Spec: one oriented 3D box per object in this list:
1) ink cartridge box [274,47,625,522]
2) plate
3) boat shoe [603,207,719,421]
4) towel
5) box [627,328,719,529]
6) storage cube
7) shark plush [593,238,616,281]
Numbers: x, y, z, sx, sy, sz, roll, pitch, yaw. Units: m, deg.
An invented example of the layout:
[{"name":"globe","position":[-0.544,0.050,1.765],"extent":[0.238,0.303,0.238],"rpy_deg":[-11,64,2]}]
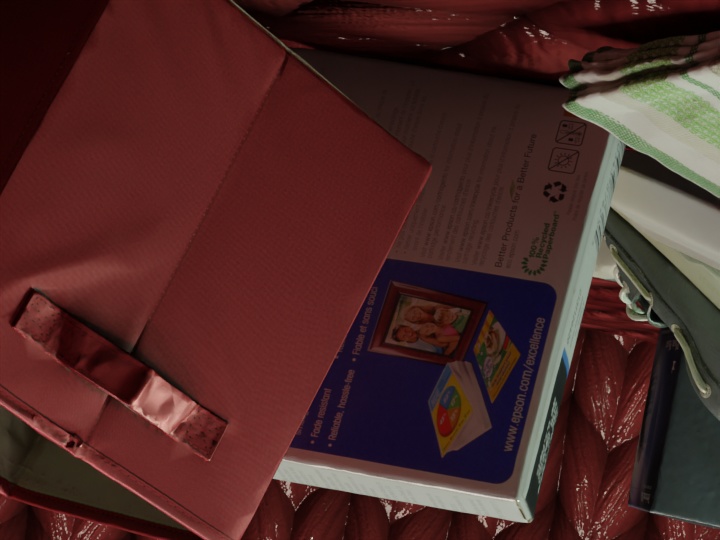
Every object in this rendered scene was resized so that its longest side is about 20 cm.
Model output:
[{"name":"ink cartridge box","position":[0.000,0.000,1.179],"extent":[0.200,0.198,0.047],"rpy_deg":[9,157,17]},{"name":"plate","position":[0.220,-0.007,1.245],"extent":[0.200,0.032,0.200],"rpy_deg":[6,-165,-44]},{"name":"boat shoe","position":[0.145,0.003,1.312],"extent":[0.073,0.062,0.200],"rpy_deg":[11,-154,-40]},{"name":"towel","position":[0.175,-0.048,0.965],"extent":[0.149,0.031,0.200],"rpy_deg":[28,168,-19]},{"name":"box","position":[0.331,0.139,2.504],"extent":[0.123,0.199,0.200],"rpy_deg":[11,176,0]},{"name":"storage cube","position":[-0.115,-0.015,1.056],"extent":[0.171,0.180,0.200],"rpy_deg":[38,163,-33]},{"name":"shark plush","position":[0.154,-0.037,1.421],"extent":[0.200,0.091,0.083],"rpy_deg":[-6,-170,40]}]
